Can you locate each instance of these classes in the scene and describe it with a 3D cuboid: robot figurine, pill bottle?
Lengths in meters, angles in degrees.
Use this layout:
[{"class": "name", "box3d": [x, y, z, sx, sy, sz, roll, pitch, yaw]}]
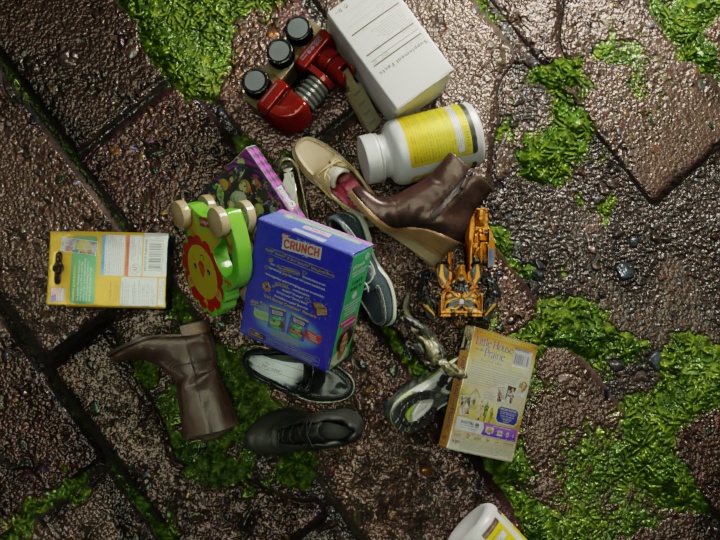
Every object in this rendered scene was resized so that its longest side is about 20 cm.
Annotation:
[{"class": "robot figurine", "box3d": [0.167, -0.004, 1.409, 0.143, 0.058, 0.202, -1, 84, 1]}, {"class": "pill bottle", "box3d": [0.239, 0.483, 1.338, 0.109, 0.109, 0.200, -43, 86, -5]}, {"class": "pill bottle", "box3d": [0.099, -0.206, 1.392, 0.198, 0.111, 0.112, -15, 85, -9]}]

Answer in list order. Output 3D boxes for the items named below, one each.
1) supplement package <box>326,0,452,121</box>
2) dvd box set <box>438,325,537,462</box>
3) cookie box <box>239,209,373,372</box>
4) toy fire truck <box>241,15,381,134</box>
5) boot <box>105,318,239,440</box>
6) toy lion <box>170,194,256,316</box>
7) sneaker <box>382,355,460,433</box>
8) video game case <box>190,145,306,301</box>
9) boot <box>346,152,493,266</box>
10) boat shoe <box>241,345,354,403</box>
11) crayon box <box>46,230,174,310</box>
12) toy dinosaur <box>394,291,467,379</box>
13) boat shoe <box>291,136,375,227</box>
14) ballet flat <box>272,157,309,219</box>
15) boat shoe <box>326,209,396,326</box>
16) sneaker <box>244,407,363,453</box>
[{"class": "supplement package", "box3d": [0.047, -0.367, 1.410, 0.119, 0.121, 0.201, -35, 87, -4]}, {"class": "dvd box set", "box3d": [0.212, 0.204, 1.372, 0.145, 0.029, 0.202, 17, 84, -31]}, {"class": "cookie box", "box3d": [-0.086, 0.029, 1.296, 0.170, 0.075, 0.202, 22, 115, 19]}, {"class": "toy fire truck", "box3d": [-0.073, -0.297, 1.414, 0.199, 0.129, 0.176, 38, 85, 13]}, {"class": "boot", "box3d": [-0.311, 0.200, 1.383, 0.184, 0.064, 0.202, -15, 90, 0]}, {"class": "toy lion", "box3d": [-0.232, -0.018, 1.332, 0.068, 0.199, 0.194, -17, 108, -35]}, {"class": "sneaker", "box3d": [0.118, 0.193, 1.383, 0.199, 0.081, 0.075, -26, 106, -23]}, {"class": "video game case", "box3d": [-0.180, -0.072, 1.376, 0.181, 0.036, 0.201, -37, 86, 29]}, {"class": "boot", "box3d": [0.095, -0.123, 1.348, 0.199, 0.072, 0.167, 34, 95, -10]}, {"class": "boat shoe", "box3d": [-0.105, 0.171, 1.382, 0.198, 0.066, 0.075, 22, 84, 1]}, {"class": "crayon box", "box3d": [-0.418, 0.000, 1.400, 0.198, 0.052, 0.127, 2, 84, -2]}, {"class": "toy dinosaur", "box3d": [0.095, 0.106, 1.348, 0.048, 0.088, 0.201, -49, 52, 24]}, {"class": "boat shoe", "box3d": [-0.036, -0.158, 1.414, 0.200, 0.069, 0.074, 42, 85, 2]}, {"class": "ballet flat", "box3d": [-0.116, -0.094, 1.403, 0.067, 0.075, 0.202, -9, 85, -8]}, {"class": "boat shoe", "box3d": [0.000, 0.000, 1.350, 0.062, 0.074, 0.202, -21, 94, -47]}, {"class": "sneaker", "box3d": [-0.093, 0.262, 1.363, 0.198, 0.091, 0.077, -9, 87, -1]}]
